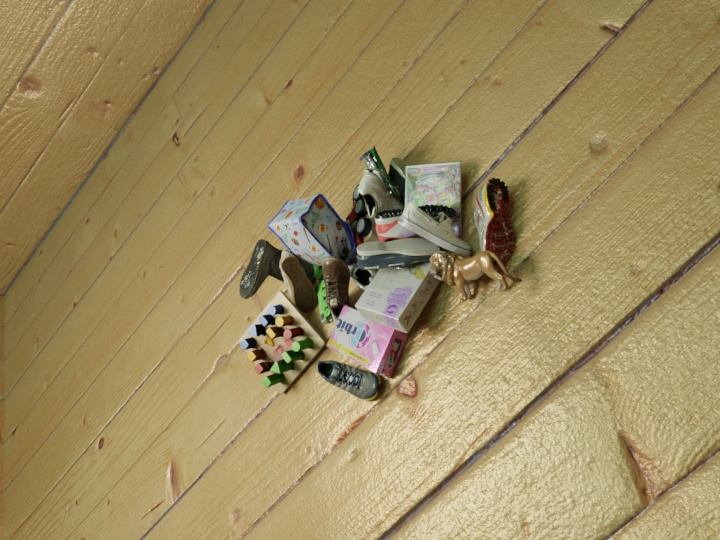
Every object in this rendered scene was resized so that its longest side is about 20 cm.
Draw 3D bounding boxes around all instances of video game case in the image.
[{"bbox_3d":[0.178,-0.163,1.420,0.140,0.018,0.205,-1,79,16],"label":"video game case"}]

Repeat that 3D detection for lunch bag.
[{"bbox_3d":[-0.114,-0.091,1.509,0.168,0.201,0.125,-1,44,53],"label":"lunch bag"}]

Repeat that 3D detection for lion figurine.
[{"bbox_3d":[0.249,-0.003,1.271,0.197,0.072,0.125,-19,89,35],"label":"lion figurine"}]

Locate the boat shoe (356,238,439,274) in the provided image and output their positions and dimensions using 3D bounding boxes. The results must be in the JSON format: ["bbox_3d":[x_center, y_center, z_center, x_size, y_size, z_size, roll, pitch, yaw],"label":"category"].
[{"bbox_3d":[0.088,-0.031,1.359,0.195,0.063,0.075,-4,28,1],"label":"boat shoe"}]

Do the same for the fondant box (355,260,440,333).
[{"bbox_3d":[0.099,0.039,1.384,0.142,0.059,0.202,13,60,43],"label":"fondant box"}]

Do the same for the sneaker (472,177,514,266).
[{"bbox_3d":[0.301,-0.102,1.317,0.082,0.076,0.205,147,128,-68],"label":"sneaker"}]

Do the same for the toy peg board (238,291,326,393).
[{"bbox_3d":[-0.232,0.198,1.560,0.199,0.097,0.201,46,104,15],"label":"toy peg board"}]

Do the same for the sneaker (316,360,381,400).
[{"bbox_3d":[-0.033,0.268,1.422,0.197,0.080,0.076,6,74,42],"label":"sneaker"}]

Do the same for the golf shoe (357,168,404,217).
[{"bbox_3d":[0.051,-0.154,1.446,0.077,0.201,0.098,0,47,44],"label":"golf shoe"}]

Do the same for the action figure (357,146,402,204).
[{"bbox_3d":[0.062,-0.219,1.519,0.054,0.202,0.118,-32,5,-7],"label":"action figure"}]

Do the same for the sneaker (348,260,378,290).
[{"bbox_3d":[0.000,0.000,1.509,0.199,0.091,0.077,37,95,44],"label":"sneaker"}]

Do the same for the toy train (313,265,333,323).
[{"bbox_3d":[-0.100,0.056,1.610,0.056,0.041,0.204,-35,51,36],"label":"toy train"}]

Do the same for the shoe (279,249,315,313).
[{"bbox_3d":[-0.174,0.030,1.591,0.069,0.203,0.053,-26,36,-13],"label":"shoe"}]

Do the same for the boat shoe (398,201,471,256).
[{"bbox_3d":[0.183,-0.098,1.324,0.071,0.197,0.071,-62,17,9],"label":"boat shoe"}]

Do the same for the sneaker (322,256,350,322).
[{"bbox_3d":[-0.059,0.052,1.476,0.069,0.202,0.077,-2,48,8],"label":"sneaker"}]

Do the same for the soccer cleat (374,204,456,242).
[{"bbox_3d":[0.134,-0.112,1.389,0.195,0.075,0.068,-7,22,4],"label":"soccer cleat"}]

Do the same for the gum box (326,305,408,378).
[{"bbox_3d":[0.019,0.176,1.429,0.198,0.066,0.116,20,83,44],"label":"gum box"}]

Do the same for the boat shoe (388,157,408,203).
[{"bbox_3d":[0.128,-0.210,1.513,0.201,0.073,0.067,54,132,27],"label":"boat shoe"}]

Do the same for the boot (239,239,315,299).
[{"bbox_3d":[-0.228,0.019,1.625,0.072,0.199,0.185,24,88,43],"label":"boot"}]

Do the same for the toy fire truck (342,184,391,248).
[{"bbox_3d":[-0.020,-0.113,1.578,0.200,0.126,0.179,-46,39,42],"label":"toy fire truck"}]
